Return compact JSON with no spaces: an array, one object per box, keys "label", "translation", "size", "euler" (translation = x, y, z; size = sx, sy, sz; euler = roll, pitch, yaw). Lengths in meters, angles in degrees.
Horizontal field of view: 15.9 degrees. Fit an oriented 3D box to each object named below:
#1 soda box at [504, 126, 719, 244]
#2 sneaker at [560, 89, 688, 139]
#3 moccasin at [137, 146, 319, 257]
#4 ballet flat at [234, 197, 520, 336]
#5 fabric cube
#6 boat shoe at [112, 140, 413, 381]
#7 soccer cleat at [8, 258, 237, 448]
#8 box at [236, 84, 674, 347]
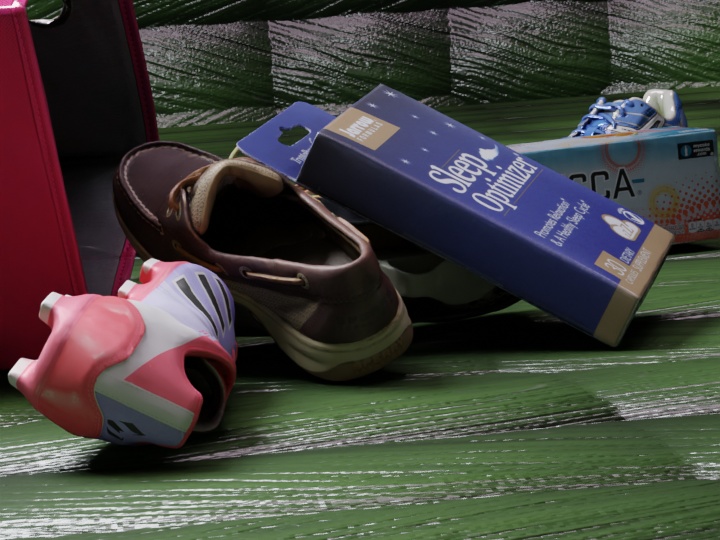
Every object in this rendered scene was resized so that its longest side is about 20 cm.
[{"label":"soda box","translation":[0.111,-0.042,1.529],"size":[0.200,0.068,0.064],"euler":[-7,7,-16]},{"label":"sneaker","translation":[0.166,-0.082,1.826],"size":[0.076,0.077,0.200],"euler":[3,11,38]},{"label":"moccasin","translation":[-0.058,-0.042,1.597],"size":[0.201,0.078,0.074],"euler":[-5,7,-10]},{"label":"ballet flat","translation":[0.000,0.000,1.254],"size":[0.200,0.073,0.073],"euler":[-3,5,-23]},{"label":"fabric cube","translation":[-0.221,-0.079,1.252],"size":[0.199,0.196,0.200],"euler":[-5,33,8]},{"label":"boat shoe","translation":[-0.052,-0.023,1.174],"size":[0.072,0.072,0.200],"euler":[-32,41,-19]},{"label":"soccer cleat","translation":[-0.077,0.039,1.043],"size":[0.076,0.067,0.200],"euler":[29,7,9]},{"label":"box","translation":[0.048,-0.036,1.226],"size":[0.200,0.032,0.121],"euler":[26,20,7]}]
